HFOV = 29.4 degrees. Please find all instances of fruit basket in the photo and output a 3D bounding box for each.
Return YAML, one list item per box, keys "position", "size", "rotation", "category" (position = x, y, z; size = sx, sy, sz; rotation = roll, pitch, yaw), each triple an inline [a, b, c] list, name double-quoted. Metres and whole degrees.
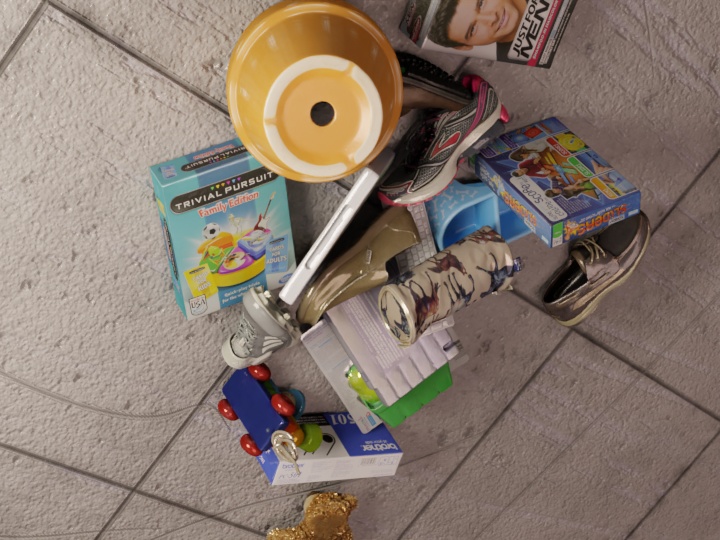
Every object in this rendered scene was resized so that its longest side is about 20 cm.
- position: [0.034, 0.103, 1.856]
  size: [0.184, 0.094, 0.201]
  rotation: [-36, 118, -4]
  category: "fruit basket"

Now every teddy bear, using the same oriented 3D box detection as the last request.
- position: [-0.072, 0.393, 2.012]
  size: [0.143, 0.067, 0.202]
  rotation: [-11, 135, -13]
  category: "teddy bear"

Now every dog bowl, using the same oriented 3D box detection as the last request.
- position: [0.170, -0.079, 1.816]
  size: [0.198, 0.050, 0.113]
  rotation: [-23, 132, -15]
  category: "dog bowl"

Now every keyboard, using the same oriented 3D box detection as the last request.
- position: [0.072, -0.017, 1.763]
  size: [0.056, 0.011, 0.203]
  rotation: [-19, 101, -22]
  category: "keyboard"

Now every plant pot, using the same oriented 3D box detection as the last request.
- position: [-0.044, -0.181, 1.465]
  size: [0.197, 0.184, 0.204]
  rotation: [-2, 107, -6]
  category: "plant pot"

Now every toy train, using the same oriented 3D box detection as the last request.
- position: [-0.091, 0.210, 1.764]
  size: [0.115, 0.200, 0.085]
  rotation: [26, 107, -46]
  category: "toy train"

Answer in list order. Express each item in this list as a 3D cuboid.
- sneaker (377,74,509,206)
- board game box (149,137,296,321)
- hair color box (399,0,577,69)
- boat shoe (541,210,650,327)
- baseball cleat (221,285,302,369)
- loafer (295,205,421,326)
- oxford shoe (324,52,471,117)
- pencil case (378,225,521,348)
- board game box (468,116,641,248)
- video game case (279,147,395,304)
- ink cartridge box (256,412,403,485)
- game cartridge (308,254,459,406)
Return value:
- position: [0.092, -0.158, 1.692]
  size: [0.200, 0.080, 0.075]
  rotation: [-46, 124, -13]
  category: "sneaker"
- position: [-0.159, -0.052, 1.631]
  size: [0.149, 0.047, 0.202]
  rotation: [-21, 131, -18]
  category: "board game box"
- position: [0.154, -0.307, 1.630]
  size: [0.197, 0.061, 0.100]
  rotation: [3, 121, -32]
  category: "hair color box"
- position: [0.335, -0.007, 1.955]
  size: [0.073, 0.075, 0.201]
  rotation: [26, 105, -42]
  category: "boat shoe"
- position: [-0.129, 0.080, 1.689]
  size: [0.106, 0.070, 0.200]
  rotation: [-34, 162, 0]
  category: "baseball cleat"
- position: [0.000, 0.000, 1.700]
  size: [0.067, 0.076, 0.200]
  rotation: [44, 86, 1]
  category: "loafer"
- position: [0.038, -0.212, 1.626]
  size: [0.197, 0.073, 0.085]
  rotation: [8, 121, -22]
  category: "oxford shoe"
- position: [0.110, 0.022, 1.731]
  size: [0.199, 0.078, 0.090]
  rotation: [-29, 91, -29]
  category: "pencil case"
- position: [0.241, -0.115, 1.729]
  size: [0.134, 0.200, 0.035]
  rotation: [-20, 131, -17]
  category: "board game box"
- position: [-0.024, -0.057, 1.632]
  size: [0.022, 0.200, 0.183]
  rotation: [35, 104, -2]
  category: "video game case"
- position: [-0.048, 0.242, 1.885]
  size: [0.197, 0.094, 0.045]
  rotation: [1, 124, -33]
  category: "ink cartridge box"
- position: [0.028, 0.062, 1.780]
  size: [0.129, 0.038, 0.201]
  rotation: [-34, 106, -7]
  category: "game cartridge"
